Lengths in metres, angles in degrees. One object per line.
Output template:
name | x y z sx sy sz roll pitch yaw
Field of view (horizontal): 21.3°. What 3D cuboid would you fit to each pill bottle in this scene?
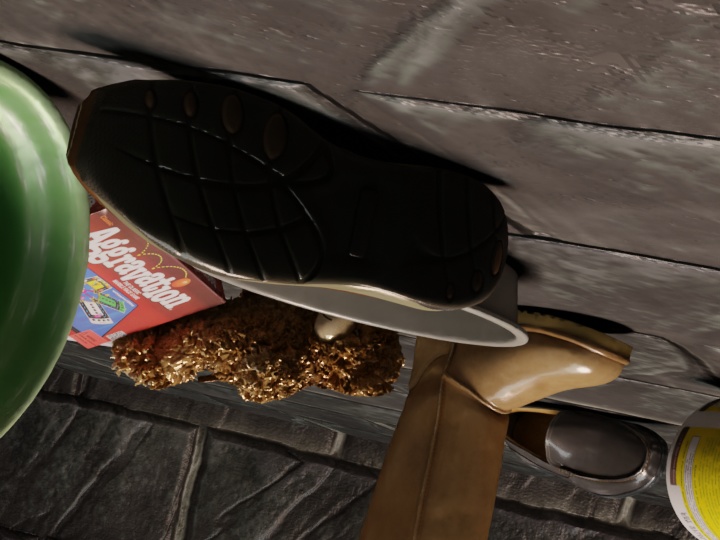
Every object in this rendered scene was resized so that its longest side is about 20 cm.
pill bottle | 0.289 0.136 1.248 0.109 0.109 0.200 17 172 -16

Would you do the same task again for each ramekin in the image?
ramekin | -0.225 -0.009 0.856 0.098 0.200 0.200 17 175 34

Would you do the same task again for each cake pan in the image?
cake pan | 0.000 0.000 1.068 0.200 0.037 0.200 14 172 2

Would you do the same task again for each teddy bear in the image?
teddy bear | -0.071 0.044 1.304 0.200 0.067 0.145 5 -164 26

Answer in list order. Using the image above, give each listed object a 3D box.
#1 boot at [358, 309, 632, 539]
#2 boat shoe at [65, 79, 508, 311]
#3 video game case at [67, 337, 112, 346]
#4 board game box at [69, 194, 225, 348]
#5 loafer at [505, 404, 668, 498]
boot | 0.081 0.127 1.216 0.066 0.200 0.175 21 170 -40
boat shoe | -0.034 -0.026 0.820 0.200 0.076 0.074 19 174 -27
video game case | -0.276 0.012 1.460 0.200 0.022 0.182 11 -169 -30
board game box | -0.163 0.000 1.193 0.103 0.019 0.200 -20 159 9
loafer | 0.194 0.160 1.733 0.072 0.073 0.200 24 167 -32
